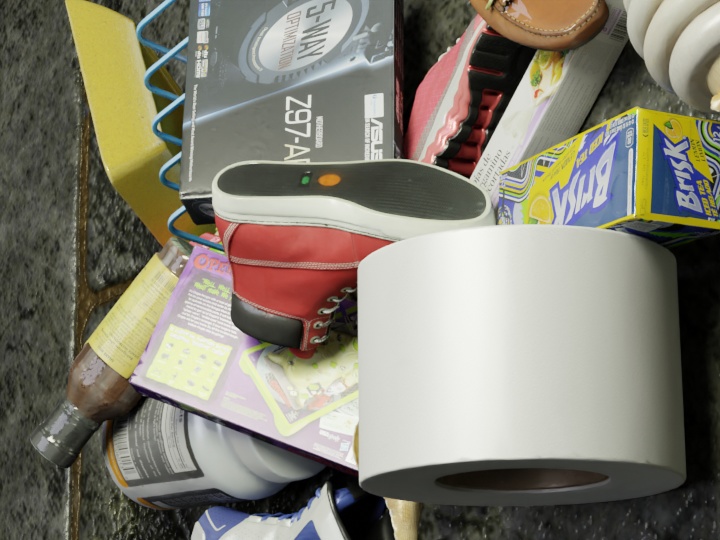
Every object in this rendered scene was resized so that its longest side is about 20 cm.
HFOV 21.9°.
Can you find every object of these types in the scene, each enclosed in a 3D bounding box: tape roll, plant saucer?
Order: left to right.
[{"bbox_3d":[-0.175,-0.115,1.597,0.048,0.200,0.201,-22,57,7],"label":"plant saucer"},{"bbox_3d":[0.097,0.064,1.148,0.202,0.202,0.140,-17,68,49],"label":"tape roll"}]

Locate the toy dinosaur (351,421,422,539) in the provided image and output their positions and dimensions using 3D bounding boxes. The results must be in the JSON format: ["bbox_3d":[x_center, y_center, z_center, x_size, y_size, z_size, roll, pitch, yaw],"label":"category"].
[{"bbox_3d":[0.036,0.140,1.291,0.058,0.101,0.201,-30,58,45],"label":"toy dinosaur"}]

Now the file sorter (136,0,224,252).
[{"bbox_3d":[-0.090,-0.127,1.491,0.138,0.122,0.201,-33,56,33],"label":"file sorter"}]

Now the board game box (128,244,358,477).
[{"bbox_3d":[-0.056,0.067,1.366,0.199,0.032,0.121,20,74,16],"label":"board game box"}]

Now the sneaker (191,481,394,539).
[{"bbox_3d":[-0.032,0.202,1.394,0.199,0.080,0.116,25,97,45],"label":"sneaker"}]

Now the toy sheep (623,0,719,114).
[{"bbox_3d":[0.217,-0.163,1.098,0.138,0.137,0.201,-47,48,35],"label":"toy sheep"}]

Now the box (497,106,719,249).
[{"bbox_3d":[0.153,-0.045,1.168,0.200,0.064,0.071,157,118,-68],"label":"box"}]

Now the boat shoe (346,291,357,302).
[{"bbox_3d":[-0.025,0.012,1.431,0.200,0.066,0.075,-29,59,46],"label":"boat shoe"}]

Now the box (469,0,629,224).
[{"bbox_3d":[0.127,-0.108,1.285,0.039,0.041,0.201,50,121,47],"label":"box"}]

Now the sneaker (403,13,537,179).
[{"bbox_3d":[0.076,-0.139,1.334,0.201,0.073,0.087,-63,38,20],"label":"sneaker"}]

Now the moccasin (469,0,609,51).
[{"bbox_3d":[0.094,-0.218,1.243,0.073,0.078,0.202,-33,54,0],"label":"moccasin"}]

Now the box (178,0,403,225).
[{"bbox_3d":[-0.048,-0.136,1.374,0.159,0.044,0.201,-4,64,11],"label":"box"}]

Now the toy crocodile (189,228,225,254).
[{"bbox_3d":[-0.151,0.018,1.549,0.200,0.062,0.067,-45,20,-12],"label":"toy crocodile"}]

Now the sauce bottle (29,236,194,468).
[{"bbox_3d":[-0.186,0.067,1.466,0.200,0.065,0.065,-50,42,5],"label":"sauce bottle"}]

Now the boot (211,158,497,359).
[{"bbox_3d":[0.000,0.000,1.302,0.073,0.198,0.145,-66,-25,-53],"label":"boot"}]

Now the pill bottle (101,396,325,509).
[{"bbox_3d":[-0.110,0.126,1.475,0.199,0.116,0.117,-15,70,50],"label":"pill bottle"}]
